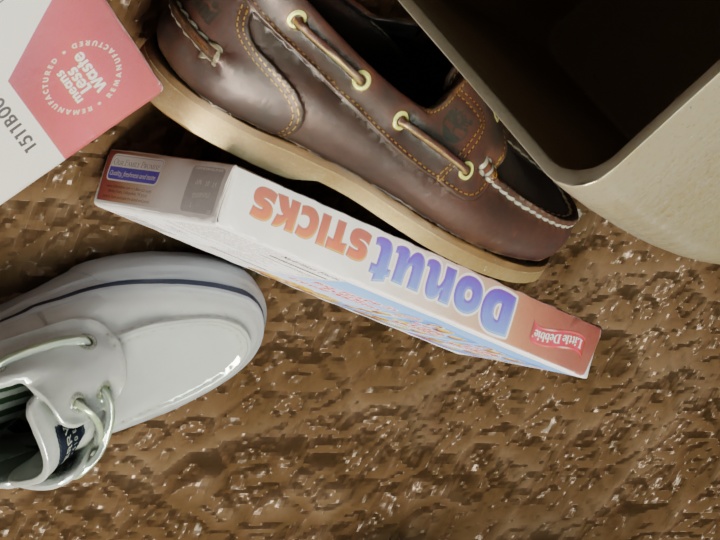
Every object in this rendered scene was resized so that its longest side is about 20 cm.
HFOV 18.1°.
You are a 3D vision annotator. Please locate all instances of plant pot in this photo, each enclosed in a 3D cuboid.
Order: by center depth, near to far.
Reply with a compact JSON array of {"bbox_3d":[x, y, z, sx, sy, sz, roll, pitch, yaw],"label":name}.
[{"bbox_3d":[0.116,-0.118,0.739,0.200,0.200,0.177,-41,147,5],"label":"plant pot"}]

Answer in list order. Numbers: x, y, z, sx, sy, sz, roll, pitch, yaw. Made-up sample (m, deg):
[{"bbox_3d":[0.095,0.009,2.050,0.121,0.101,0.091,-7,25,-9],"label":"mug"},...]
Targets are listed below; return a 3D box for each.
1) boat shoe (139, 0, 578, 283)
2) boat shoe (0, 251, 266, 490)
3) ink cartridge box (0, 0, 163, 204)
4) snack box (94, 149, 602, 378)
[{"bbox_3d":[0.014,-0.056,0.799,0.200,0.070,0.070,23,112,-42],"label":"boat shoe"},{"bbox_3d":[-0.118,0.051,0.806,0.199,0.067,0.074,-16,132,-21],"label":"boat shoe"},{"bbox_3d":[-0.175,-0.050,0.686,0.200,0.068,0.117,-35,136,-2],"label":"ink cartridge box"},{"bbox_3d":[0.000,0.000,0.835,0.199,0.072,0.024,23,80,-42],"label":"snack box"}]
